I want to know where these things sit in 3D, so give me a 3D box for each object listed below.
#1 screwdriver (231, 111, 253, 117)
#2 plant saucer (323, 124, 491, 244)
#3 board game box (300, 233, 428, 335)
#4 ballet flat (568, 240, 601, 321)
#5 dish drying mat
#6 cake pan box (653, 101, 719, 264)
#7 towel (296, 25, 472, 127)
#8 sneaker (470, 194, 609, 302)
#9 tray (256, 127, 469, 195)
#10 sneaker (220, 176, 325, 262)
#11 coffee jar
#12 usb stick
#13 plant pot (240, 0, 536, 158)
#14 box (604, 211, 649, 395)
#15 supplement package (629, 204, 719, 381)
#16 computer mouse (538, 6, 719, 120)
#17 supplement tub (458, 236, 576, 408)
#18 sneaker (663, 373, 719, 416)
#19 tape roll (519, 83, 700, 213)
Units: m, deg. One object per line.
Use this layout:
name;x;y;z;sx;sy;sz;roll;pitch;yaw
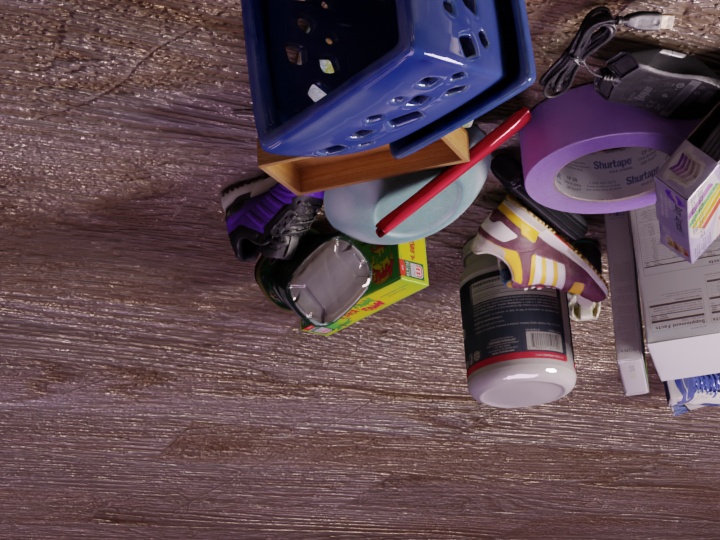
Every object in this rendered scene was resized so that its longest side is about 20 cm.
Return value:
screwdriver;-0.037;-0.161;1.595;0.197;0.028;0.029;9;121;-3
plant saucer;0.058;-0.086;1.682;0.198;0.039;0.202;-14;142;-11
board game box;0.000;0.000;1.888;0.047;0.103;0.199;13;153;-37
ballet flat;0.295;0.027;2.043;0.067;0.069;0.200;-7;158;8
dish drying mat;0.096;-0.103;1.607;0.199;0.018;0.077;-38;-179;-5
cake pan box;0.386;-0.118;1.591;0.185;0.052;0.200;-49;157;-8
towel;0.032;-0.190;1.505;0.197;0.049;0.172;0;157;-9
sneaker;0.218;-0.007;1.859;0.199;0.075;0.090;38;99;-27
tray;0.003;-0.126;1.563;0.197;0.038;0.099;-9;161;21
sneaker;-0.077;-0.063;1.722;0.069;0.101;0.199;15;151;-42
coffee jar;-0.060;0.004;1.802;0.085;0.104;0.200;48;172;-15
usb stick;0.212;-0.085;1.785;0.033;0.056;0.199;-47;145;9
plant pot;0.029;-0.210;1.270;0.178;0.203;0.199;8;155;-41
box;0.334;0.040;1.906;0.036;0.203;0.144;-5;159;12
supplement package;0.414;0.007;1.837;0.149;0.203;0.152;-10;157;15
computer mouse;0.286;-0.214;1.501;0.197;0.047;0.141;7;148;-16
supplement tub;0.198;0.062;1.937;0.138;0.203;0.141;-3;158;-1
sneaker;0.549;0.179;2.454;0.114;0.082;0.199;-13;163;14
tape roll;0.274;-0.132;1.660;0.197;0.067;0.201;-4;158;-2
